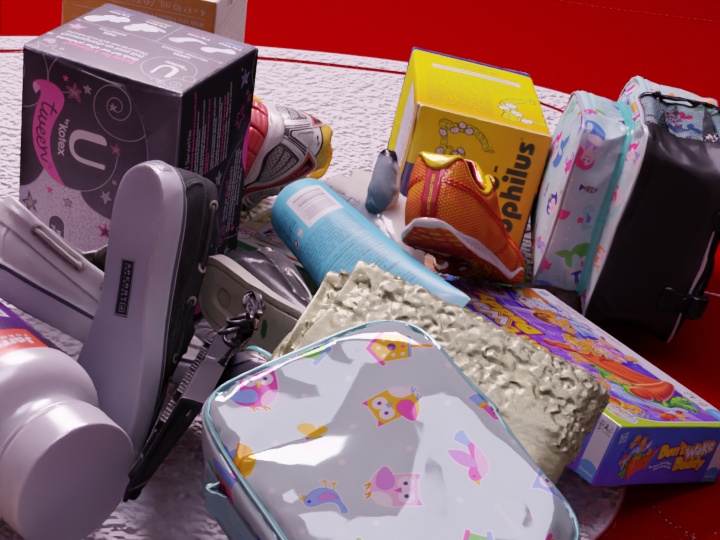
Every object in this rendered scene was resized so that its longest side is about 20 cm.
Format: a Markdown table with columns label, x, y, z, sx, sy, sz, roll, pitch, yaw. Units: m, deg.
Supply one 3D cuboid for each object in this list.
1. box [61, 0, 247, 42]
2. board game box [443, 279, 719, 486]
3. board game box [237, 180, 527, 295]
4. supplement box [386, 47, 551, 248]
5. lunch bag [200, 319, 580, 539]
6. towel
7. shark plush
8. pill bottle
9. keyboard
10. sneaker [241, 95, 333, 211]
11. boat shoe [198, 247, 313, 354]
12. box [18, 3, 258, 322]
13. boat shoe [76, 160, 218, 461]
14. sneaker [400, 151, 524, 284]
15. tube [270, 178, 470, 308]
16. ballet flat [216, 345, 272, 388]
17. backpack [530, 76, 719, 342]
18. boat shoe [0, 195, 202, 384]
| label | x | y | z | sx | sy | sz | roll | pitch | yaw |
| --- | --- | --- | --- | --- | --- | --- | --- | --- | --- |
| box | -0.167 | -0.147 | 1.356 | 0.124 | 0.201 | 0.098 | 12 | 29 | 8 |
| board game box | 0.141 | 0.074 | 1.165 | 0.134 | 0.045 | 0.200 | 5 | 24 | -44 |
| board game box | 0.011 | -0.005 | 1.328 | 0.200 | 0.029 | 0.135 | 23 | 33 | 24 |
| supplement box | 0.084 | -0.099 | 1.398 | 0.109 | 0.109 | 0.200 | 13 | 20 | -4 |
| lunch bag | 0.007 | 0.126 | 0.922 | 0.160 | 0.077 | 0.200 | -25 | 52 | -21 |
| towel | 0.037 | 0.083 | 1.033 | 0.200 | 0.037 | 0.149 | 24 | 59 | 17 |
| shark plush | 0.007 | 0.010 | 1.247 | 0.083 | 0.091 | 0.201 | -13 | 63 | 18 |
| pill bottle | -0.228 | 0.080 | 1.021 | 0.111 | 0.112 | 0.200 | -19 | 39 | -41 |
| keyboard | -0.096 | 0.063 | 1.030 | 0.021 | 0.127 | 0.200 | 36 | 8 | -5 |
| sneaker | -0.067 | -0.081 | 1.338 | 0.082 | 0.078 | 0.200 | 12 | -6 | -8 |
| boat shoe | -0.032 | 0.048 | 1.166 | 0.067 | 0.072 | 0.200 | -11 | 41 | -40 |
| box | -0.164 | -0.068 | 1.215 | 0.132 | 0.201 | 0.115 | 18 | 29 | 17 |
| boat shoe | -0.129 | 0.033 | 1.062 | 0.057 | 0.201 | 0.069 | 6 | 9 | -46 |
| sneaker | 0.082 | -0.035 | 1.219 | 0.073 | 0.077 | 0.200 | 8 | -10 | 15 |
| tube | 0.000 | 0.000 | 1.166 | 0.050 | 0.077 | 0.200 | 35 | 8 | -38 |
| ballet flat | -0.010 | 0.117 | 1.073 | 0.200 | 0.073 | 0.073 | 25 | 32 | 16 |
| backpack | 0.213 | -0.059 | 1.330 | 0.150 | 0.178 | 0.200 | 18 | 26 | 4 |
| boat shoe | -0.167 | 0.014 | 1.114 | 0.200 | 0.066 | 0.072 | 32 | 0 | -35 |
